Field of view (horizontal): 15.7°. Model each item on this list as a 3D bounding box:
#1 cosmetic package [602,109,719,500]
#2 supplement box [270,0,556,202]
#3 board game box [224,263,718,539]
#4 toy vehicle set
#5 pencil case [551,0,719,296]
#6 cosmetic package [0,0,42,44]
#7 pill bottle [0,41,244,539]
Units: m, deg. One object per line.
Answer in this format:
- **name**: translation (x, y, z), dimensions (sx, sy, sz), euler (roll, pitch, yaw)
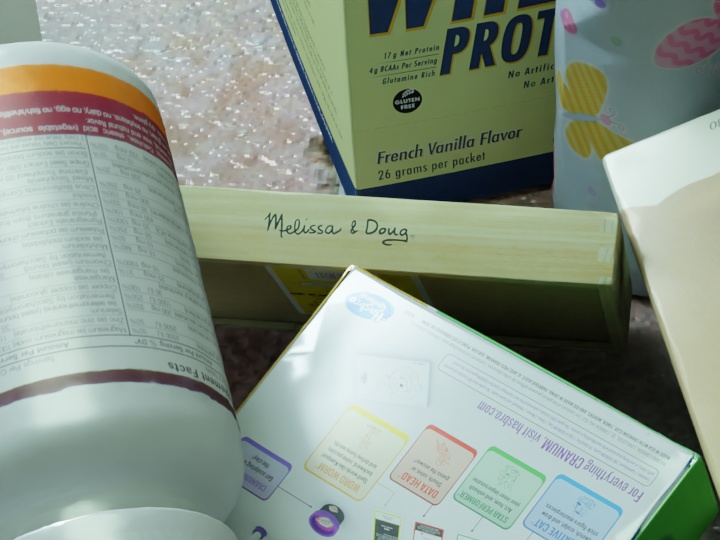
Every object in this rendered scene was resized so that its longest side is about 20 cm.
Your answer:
- **cosmetic package**: translation (0.162, 0.037, 0.904), dimensions (0.105, 0.071, 0.201), euler (-22, 54, 7)
- **supplement box**: translation (0.033, -0.168, 1.103), dimensions (0.133, 0.201, 0.201), euler (-12, 41, -9)
- **board game box**: translation (-0.002, 0.112, 0.856), dimensions (0.153, 0.040, 0.200), euler (29, 71, 32)
- **toy vehicle set**: translation (0.000, 0.000, 0.977), dimensions (0.198, 0.124, 0.027), euler (4, 78, 8)
- **pencil case**: translation (0.119, -0.081, 1.001), dimensions (0.090, 0.201, 0.083), euler (-34, 55, -22)
- **cosmetic package**: translation (-0.214, -0.166, 1.119), dimensions (0.150, 0.201, 0.052), euler (23, 48, 28)
- **pill bottle**: translation (-0.098, 0.036, 0.840), dimensions (0.109, 0.110, 0.201), euler (-11, 61, -8)
